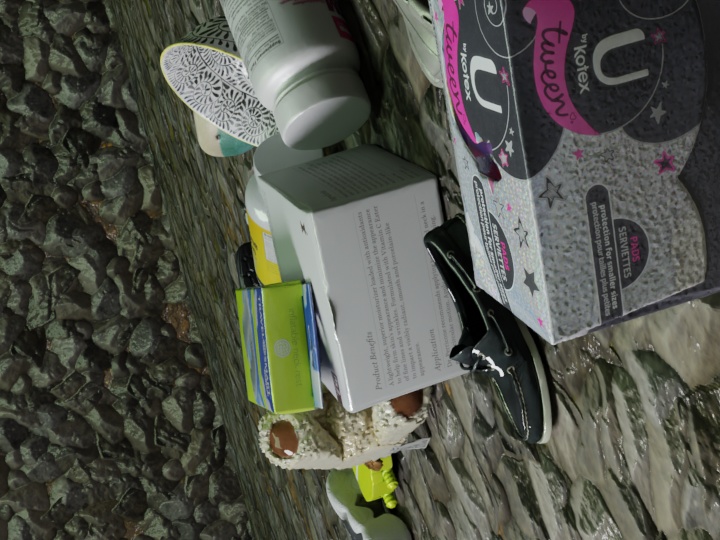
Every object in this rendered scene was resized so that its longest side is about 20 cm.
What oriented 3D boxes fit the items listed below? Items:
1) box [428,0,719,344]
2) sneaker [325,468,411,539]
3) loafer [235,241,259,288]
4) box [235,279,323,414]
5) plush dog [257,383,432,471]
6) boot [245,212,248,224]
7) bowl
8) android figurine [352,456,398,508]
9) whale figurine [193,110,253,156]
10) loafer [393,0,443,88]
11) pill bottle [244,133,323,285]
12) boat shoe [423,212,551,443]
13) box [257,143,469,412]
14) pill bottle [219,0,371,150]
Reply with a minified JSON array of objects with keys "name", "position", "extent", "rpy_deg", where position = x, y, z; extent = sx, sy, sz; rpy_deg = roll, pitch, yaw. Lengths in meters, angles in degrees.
[{"name":"box","position":[0.121,-0.083,0.685],"extent":[0.115,0.130,0.203],"rpy_deg":[-138,34,-67]},{"name":"sneaker","position":[0.010,0.352,1.707],"extent":[0.200,0.075,0.115],"rpy_deg":[-131,30,-53]},{"name":"loafer","position":[-0.154,0.055,2.024],"extent":[0.070,0.067,0.203],"rpy_deg":[-22,88,67]},{"name":"box","position":[-0.082,0.074,1.258],"extent":[0.200,0.047,0.124],"rpy_deg":[171,92,-77]},{"name":"plush dog","position":[-0.018,0.127,1.423],"extent":[0.161,0.198,0.174],"rpy_deg":[53,-162,-65]},{"name":"boot","position":[-0.107,-0.020,1.766],"extent":[0.200,0.071,0.146],"rpy_deg":[127,126,-82]},{"name":"bowl","position":[-0.120,-0.231,1.461],"extent":[0.199,0.095,0.201],"rpy_deg":[24,160,9]},{"name":"android figurine","position":[0.004,0.211,1.648],"extent":[0.183,0.041,0.201],"rpy_deg":[90,159,-48]},{"name":"whale figurine","position":[-0.169,-0.246,1.744],"extent":[0.202,0.102,0.160],"rpy_deg":[-86,-5,-46]},{"name":"loafer","position":[0.043,-0.233,0.962],"extent":[0.202,0.069,0.070],"rpy_deg":[61,158,17]},{"name":"pill bottle","position":[-0.077,-0.063,1.498],"extent":[0.201,0.111,0.113],"rpy_deg":[87,160,-50]},{"name":"boat shoe","position":[0.101,0.051,1.047],"extent":[0.074,0.065,0.202],"rpy_deg":[175,79,-75]},{"name":"box","position":[0.000,0.000,1.247],"extent":[0.200,0.129,0.202],"rpy_deg":[-142,38,-66]},{"name":"pill bottle","position":[-0.066,-0.231,1.281],"extent":[0.114,0.112,0.202],"rpy_deg":[107,144,-65]}]
